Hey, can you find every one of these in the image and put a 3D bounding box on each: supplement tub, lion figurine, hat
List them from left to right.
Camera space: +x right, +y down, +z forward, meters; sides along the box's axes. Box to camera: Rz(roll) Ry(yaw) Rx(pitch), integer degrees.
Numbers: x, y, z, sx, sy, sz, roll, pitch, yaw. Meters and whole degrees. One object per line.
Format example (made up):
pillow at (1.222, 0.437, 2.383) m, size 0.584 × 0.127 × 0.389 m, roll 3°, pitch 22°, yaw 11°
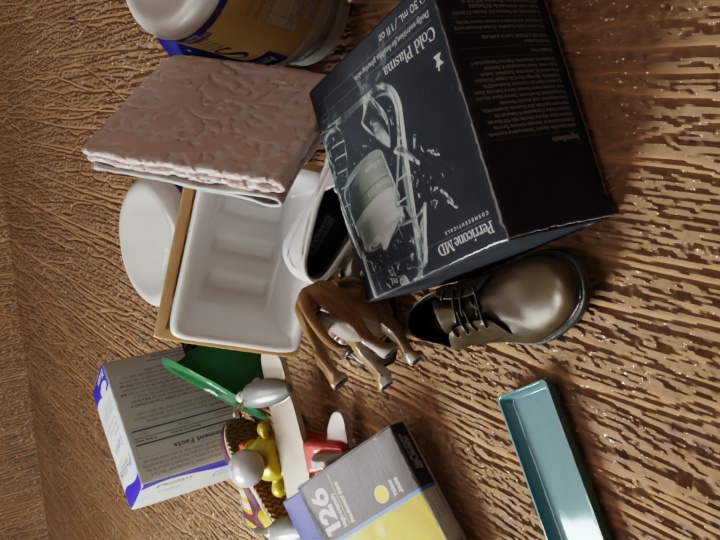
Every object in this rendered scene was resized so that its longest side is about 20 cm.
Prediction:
supplement tub at (-0.165, -0.044, 0.982) m, size 0.143 × 0.198 × 0.148 m, roll 11°, pitch 106°, yaw 45°
supplement tub at (-0.116, -0.283, 0.825) m, size 0.143 × 0.198 × 0.149 m, roll -1°, pitch 89°, yaw 38°
hat at (-0.159, 0.093, 1.174) m, size 0.198 × 0.165 × 0.178 m, roll 12°, pitch 69°, yaw 45°
lion figurine at (-0.013, 0.042, 0.739) m, size 0.123 × 0.072 × 0.200 m, roll 51°, pitch -177°, yaw 20°

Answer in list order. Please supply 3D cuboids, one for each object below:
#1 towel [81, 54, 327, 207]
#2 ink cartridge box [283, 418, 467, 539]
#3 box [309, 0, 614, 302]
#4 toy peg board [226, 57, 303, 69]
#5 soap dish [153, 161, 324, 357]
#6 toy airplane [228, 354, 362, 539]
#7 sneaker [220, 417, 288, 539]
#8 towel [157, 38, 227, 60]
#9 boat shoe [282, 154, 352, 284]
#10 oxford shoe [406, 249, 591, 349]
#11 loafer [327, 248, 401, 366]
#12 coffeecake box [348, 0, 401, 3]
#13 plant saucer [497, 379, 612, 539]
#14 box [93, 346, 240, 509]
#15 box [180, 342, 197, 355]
towel at (-0.126, -0.139, 0.780) m, size 0.196 × 0.192 × 0.033 m, roll 11°, pitch 134°, yaw 13°
ink cartridge box at (0.015, 0.293, 0.878) m, size 0.199 × 0.047 × 0.200 m, roll -38°, pitch 72°, yaw 26°
box at (0.073, -0.100, 0.687) m, size 0.199 × 0.122 × 0.200 m, roll -28°, pitch 78°, yaw 56°
toy peg board at (-0.166, -0.324, 1.012) m, size 0.199 × 0.096 × 0.204 m, roll 9°, pitch 106°, yaw 56°
soap dish at (-0.118, -0.022, 0.854) m, size 0.081 × 0.155 × 0.204 m, roll 30°, pitch 108°, yaw 63°
toy airplane at (-0.089, 0.228, 1.012) m, size 0.201 × 0.139 × 0.202 m, roll 51°, pitch 137°, yaw 36°
sneaker at (-0.151, 0.307, 1.193) m, size 0.201 × 0.074 × 0.091 m, roll 55°, pitch 135°, yaw 34°
towel at (-0.146, -0.201, 0.957) m, size 0.201 × 0.049 × 0.147 m, roll 51°, pitch 173°, yaw -25°
boat shoe at (-0.008, -0.078, 0.807) m, size 0.203 × 0.073 × 0.065 m, roll -67°, pitch 24°, yaw 4°
oxford shoe at (0.109, 0.035, 0.703) m, size 0.199 × 0.083 × 0.074 m, roll -28°, pitch 75°, yaw 55°
loafer at (0.000, 0.000, 0.868) m, size 0.071 × 0.072 × 0.204 m, roll -31°, pitch 72°, yaw 57°
coffeecake box at (0.038, -0.354, 0.709) m, size 0.153 × 0.072 × 0.204 m, roll -11°, pitch 89°, yaw 58°
plant saucer at (0.174, 0.195, 0.708) m, size 0.070 × 0.019 × 0.204 m, roll -36°, pitch 70°, yaw 55°
box at (-0.290, 0.233, 1.285) m, size 0.202 × 0.181 × 0.105 m, roll 63°, pitch 142°, yaw 23°
box at (-0.213, -0.003, 1.187) m, size 0.166 × 0.085 × 0.201 m, roll 63°, pitch 144°, yaw 24°
